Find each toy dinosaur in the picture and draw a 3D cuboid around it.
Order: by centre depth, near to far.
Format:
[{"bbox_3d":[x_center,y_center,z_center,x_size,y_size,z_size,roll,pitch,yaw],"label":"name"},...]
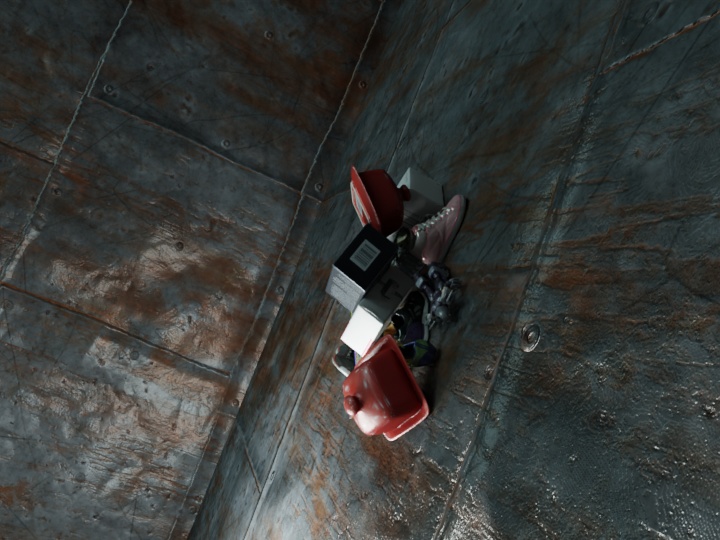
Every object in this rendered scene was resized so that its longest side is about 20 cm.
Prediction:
[{"bbox_3d":[0.105,-0.063,1.530,0.200,0.046,0.090,-67,-15,-79],"label":"toy dinosaur"}]

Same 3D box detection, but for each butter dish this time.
[{"bbox_3d":[0.027,0.279,1.319,0.202,0.146,0.200,61,139,18],"label":"butter dish"},{"bbox_3d":[0.065,-0.185,1.604,0.201,0.145,0.202,83,163,-71],"label":"butter dish"}]

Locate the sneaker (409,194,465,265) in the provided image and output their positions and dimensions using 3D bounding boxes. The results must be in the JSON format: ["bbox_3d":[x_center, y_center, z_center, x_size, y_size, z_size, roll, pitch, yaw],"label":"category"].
[{"bbox_3d":[0.191,-0.115,1.527,0.203,0.103,0.075,-65,12,3],"label":"sneaker"}]

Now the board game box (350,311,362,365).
[{"bbox_3d":[0.001,0.168,1.675,0.135,0.028,0.204,108,159,-60],"label":"board game box"}]

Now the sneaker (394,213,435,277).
[{"bbox_3d":[0.161,-0.065,1.657,0.202,0.074,0.082,-58,1,14],"label":"sneaker"}]

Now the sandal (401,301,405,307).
[{"bbox_3d":[0.057,0.111,1.719,0.212,0.069,0.079,-47,25,52],"label":"sandal"}]

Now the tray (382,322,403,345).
[{"bbox_3d":[0.084,0.223,1.534,0.099,0.036,0.203,-48,23,50],"label":"tray"}]

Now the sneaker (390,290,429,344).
[{"bbox_3d":[0.119,0.108,1.479,0.076,0.086,0.202,-57,18,30],"label":"sneaker"}]

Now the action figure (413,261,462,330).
[{"bbox_3d":[0.184,0.056,1.385,0.131,0.069,0.201,-52,24,23],"label":"action figure"}]

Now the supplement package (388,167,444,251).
[{"bbox_3d":[0.142,-0.171,1.744,0.201,0.118,0.122,-56,18,34],"label":"supplement package"}]

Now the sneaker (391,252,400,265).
[{"bbox_3d":[0.078,0.002,1.744,0.200,0.068,0.101,-33,-39,-64],"label":"sneaker"}]

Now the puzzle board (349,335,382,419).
[{"bbox_3d":[0.013,0.301,1.700,0.202,0.017,0.152,-59,17,25],"label":"puzzle board"}]

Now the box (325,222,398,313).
[{"bbox_3d":[0.000,0.000,1.530,0.149,0.106,0.200,-51,-6,-21],"label":"box"}]

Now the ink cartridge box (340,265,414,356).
[{"bbox_3d":[0.047,0.102,1.544,0.200,0.084,0.147,-45,-13,-48],"label":"ink cartridge box"}]

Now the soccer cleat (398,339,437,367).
[{"bbox_3d":[0.093,0.202,1.390,0.199,0.083,0.066,-30,38,48],"label":"soccer cleat"}]

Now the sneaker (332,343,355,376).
[{"bbox_3d":[-0.033,0.256,1.805,0.082,0.077,0.200,-46,13,9],"label":"sneaker"}]
